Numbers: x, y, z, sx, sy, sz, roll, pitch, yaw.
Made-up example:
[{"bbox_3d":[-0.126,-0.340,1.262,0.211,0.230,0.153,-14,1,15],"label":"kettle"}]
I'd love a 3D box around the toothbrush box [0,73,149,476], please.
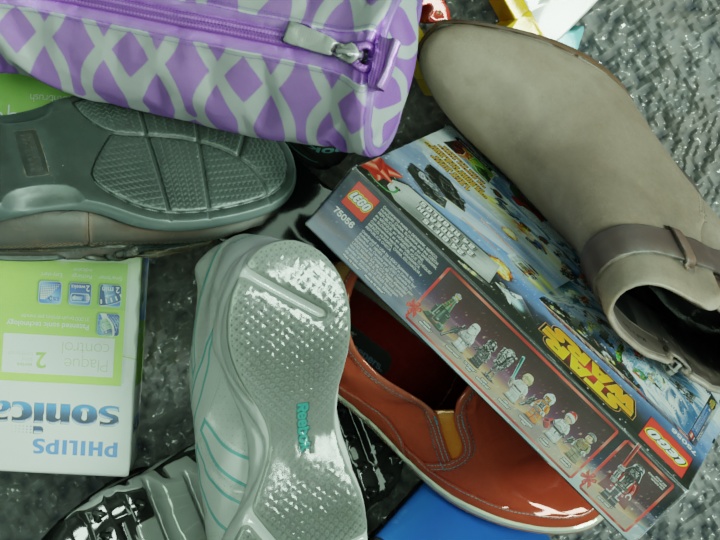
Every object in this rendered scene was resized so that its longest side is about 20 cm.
[{"bbox_3d":[-0.175,-0.007,0.842,0.145,0.086,0.200,4,90,-5],"label":"toothbrush box"}]

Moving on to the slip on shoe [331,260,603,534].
[{"bbox_3d":[0.048,0.061,0.831,0.200,0.061,0.074,38,61,-18],"label":"slip on shoe"}]

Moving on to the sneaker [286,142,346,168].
[{"bbox_3d":[-0.058,-0.135,0.851,0.075,0.079,0.200,-24,70,-14],"label":"sneaker"}]

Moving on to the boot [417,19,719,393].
[{"bbox_3d":[0.114,-0.028,0.819,0.200,0.146,0.070,28,120,-19],"label":"boot"}]

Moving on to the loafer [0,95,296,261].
[{"bbox_3d":[-0.131,-0.036,0.780,0.200,0.063,0.072,-2,61,-20],"label":"loafer"}]

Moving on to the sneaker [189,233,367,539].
[{"bbox_3d":[-0.041,0.079,0.788,0.070,0.080,0.201,-4,102,-25],"label":"sneaker"}]

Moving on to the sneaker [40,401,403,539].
[{"bbox_3d":[-0.074,0.112,0.856,0.200,0.090,0.067,-20,92,-30],"label":"sneaker"}]

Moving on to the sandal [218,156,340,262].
[{"bbox_3d":[-0.001,0.000,0.875,0.200,0.043,0.076,29,86,-3],"label":"sandal"}]

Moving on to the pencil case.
[{"bbox_3d":[-0.070,-0.102,0.743,0.200,0.085,0.084,11,103,10],"label":"pencil case"}]

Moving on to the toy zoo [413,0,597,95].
[{"bbox_3d":[0.053,-0.179,0.865,0.131,0.020,0.200,-35,107,-14],"label":"toy zoo"}]

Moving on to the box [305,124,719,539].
[{"bbox_3d":[0.079,0.022,0.810,0.200,0.137,0.040,45,113,7],"label":"box"}]

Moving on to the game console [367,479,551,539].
[{"bbox_3d":[0.041,0.219,0.860,0.118,0.171,0.200,-35,92,37],"label":"game console"}]
